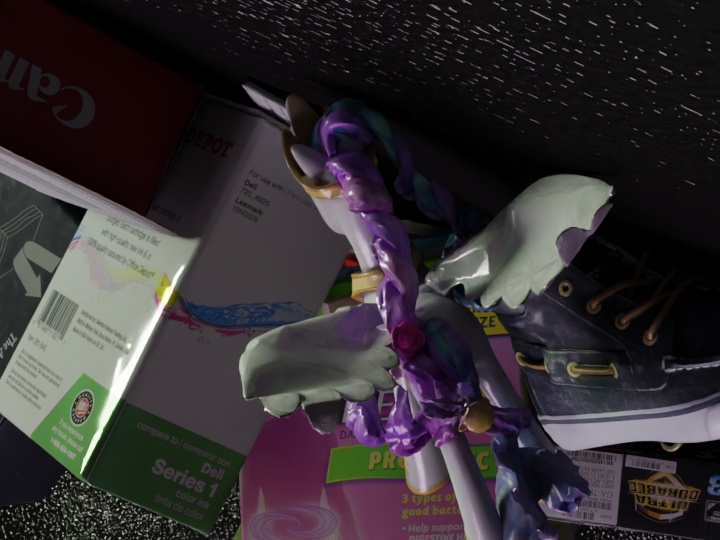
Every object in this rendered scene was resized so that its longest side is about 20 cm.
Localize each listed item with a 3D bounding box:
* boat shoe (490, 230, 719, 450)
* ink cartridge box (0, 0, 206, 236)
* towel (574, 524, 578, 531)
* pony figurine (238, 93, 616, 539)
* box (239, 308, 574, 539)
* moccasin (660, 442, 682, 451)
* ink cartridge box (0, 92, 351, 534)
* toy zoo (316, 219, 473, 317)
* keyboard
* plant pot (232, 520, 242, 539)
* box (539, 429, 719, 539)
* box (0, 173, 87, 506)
[{"bbox_3d":[0.129,0.024,0.916,0.200,0.071,0.091,-19,105,55],"label":"boat shoe"},{"bbox_3d":[-0.187,-0.102,1.026,0.200,0.084,0.175,27,175,-35],"label":"ink cartridge box"},{"bbox_3d":[0.054,0.149,1.434,0.199,0.147,0.024,23,155,21],"label":"towel"},{"bbox_3d":[0.029,0.029,0.880,0.201,0.166,0.193,65,173,-23],"label":"pony figurine"},{"bbox_3d":[0.027,0.110,1.201,0.175,0.201,0.097,-4,173,20],"label":"box"},{"bbox_3d":[0.154,0.054,1.088,0.078,0.074,0.201,18,173,37],"label":"moccasin"},{"bbox_3d":[-0.094,0.014,1.079,0.084,0.201,0.145,28,178,-31],"label":"ink cartridge box"},{"bbox_3d":[0.000,0.000,1.158,0.131,0.021,0.200,-14,-168,-24],"label":"toy zoo"},{"bbox_3d":[-0.019,-0.061,1.075,0.056,0.011,0.200,24,175,10],"label":"keyboard"},{"bbox_3d":[0.014,0.143,1.339,0.200,0.190,0.200,33,172,5],"label":"plant pot"},{"bbox_3d":[0.209,0.116,1.149,0.198,0.050,0.200,8,-176,19],"label":"box"},{"bbox_3d":[-0.232,0.008,1.260,0.200,0.197,0.117,45,-163,21],"label":"box"}]
